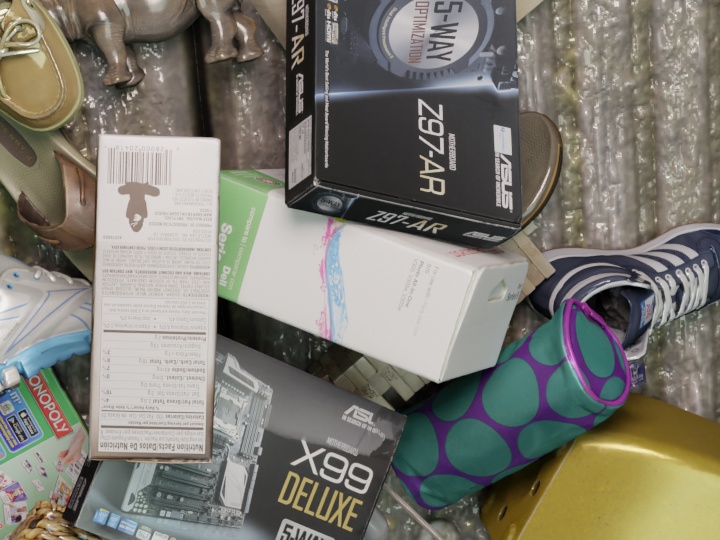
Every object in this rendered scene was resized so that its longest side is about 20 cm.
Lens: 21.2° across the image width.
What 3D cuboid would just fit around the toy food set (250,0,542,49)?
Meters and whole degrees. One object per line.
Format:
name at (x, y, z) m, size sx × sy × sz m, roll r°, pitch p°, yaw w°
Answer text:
toy food set at (0.031, -0.209, 1.372) m, size 0.200 × 0.060 × 0.144 m, roll -40°, pitch 122°, yaw -5°

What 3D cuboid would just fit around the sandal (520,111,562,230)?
sandal at (0.062, -0.049, 1.413) m, size 0.199 × 0.082 × 0.055 m, roll -32°, pitch 147°, yaw 3°

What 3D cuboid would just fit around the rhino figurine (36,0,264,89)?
rhino figurine at (-0.170, -0.170, 1.325) m, size 0.199 × 0.060 × 0.088 m, roll -13°, pitch 90°, yaw -10°

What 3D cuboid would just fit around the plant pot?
plant pot at (0.208, 0.196, 1.476) m, size 0.199 × 0.194 × 0.196 m, roll 29°, pitch 97°, yaw -12°

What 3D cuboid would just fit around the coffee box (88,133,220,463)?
coffee box at (-0.131, 0.016, 1.231) m, size 0.079 × 0.114 × 0.202 m, roll 2°, pitch 93°, yaw -5°

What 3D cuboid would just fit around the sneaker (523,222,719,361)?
sneaker at (0.230, 0.016, 1.465) m, size 0.199 × 0.109 × 0.071 m, roll -8°, pitch 109°, yaw -13°

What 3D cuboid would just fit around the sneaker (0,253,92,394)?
sneaker at (-0.220, 0.023, 1.343) m, size 0.199 × 0.075 × 0.087 m, roll -24°, pitch 101°, yaw -34°

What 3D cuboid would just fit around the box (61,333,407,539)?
box at (-0.085, 0.137, 1.342) m, size 0.199 × 0.050 × 0.159 m, roll 25°, pitch 81°, yaw -18°

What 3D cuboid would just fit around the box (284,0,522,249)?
box at (0.029, -0.126, 1.279) m, size 0.159 × 0.043 × 0.201 m, roll 12°, pitch 67°, yaw -28°

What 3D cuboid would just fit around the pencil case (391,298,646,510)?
pencil case at (0.107, 0.099, 1.412) m, size 0.085 × 0.093 × 0.200 m, roll 40°, pitch 129°, yaw -20°

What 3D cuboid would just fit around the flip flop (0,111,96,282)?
flip flop at (-0.203, -0.050, 1.310) m, size 0.200 × 0.058 × 0.081 m, roll 46°, pitch 117°, yaw 5°

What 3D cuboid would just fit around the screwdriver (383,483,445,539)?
screwdriver at (0.005, 0.150, 1.440) m, size 0.200 × 0.029 × 0.028 m, roll 43°, pitch 79°, yaw 6°

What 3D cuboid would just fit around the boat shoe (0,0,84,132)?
boat shoe at (-0.258, -0.176, 1.263) m, size 0.073 × 0.063 × 0.201 m, roll -33°, pitch 91°, yaw 11°

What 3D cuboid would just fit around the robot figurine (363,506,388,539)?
robot figurine at (-0.058, 0.223, 1.445) m, size 0.170 × 0.113 × 0.200 m, roll -43°, pitch 113°, yaw -11°

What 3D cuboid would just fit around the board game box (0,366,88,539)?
board game box at (-0.257, 0.153, 1.416) m, size 0.134 × 0.029 × 0.201 m, roll -28°, pitch 111°, yaw -7°

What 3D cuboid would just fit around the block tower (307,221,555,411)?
block tower at (0.057, 0.034, 1.453) m, size 0.200 × 0.054 × 0.058 m, roll -43°, pitch 113°, yaw 1°

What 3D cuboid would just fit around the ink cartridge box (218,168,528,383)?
ink cartridge box at (0.000, 0.000, 1.330) m, size 0.199 × 0.145 × 0.088 m, roll 19°, pitch 99°, yaw 17°

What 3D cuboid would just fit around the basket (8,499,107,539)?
basket at (-0.186, 0.287, 1.354) m, size 0.199 × 0.149 × 0.143 m, roll 28°, pitch 126°, yaw -11°
